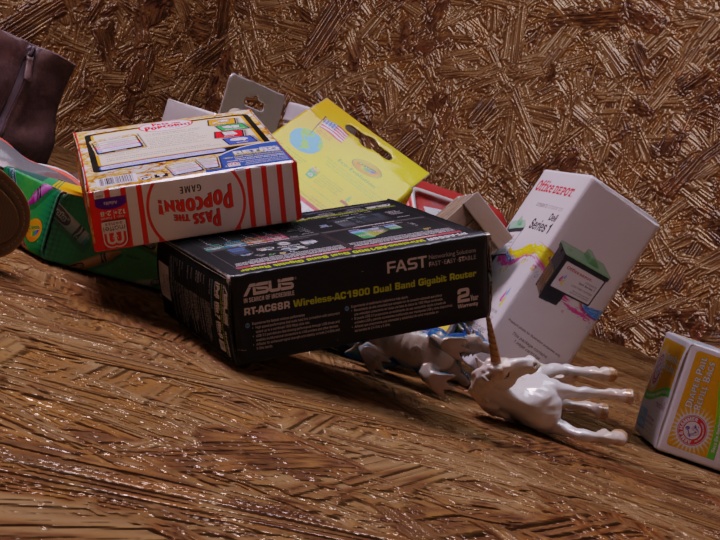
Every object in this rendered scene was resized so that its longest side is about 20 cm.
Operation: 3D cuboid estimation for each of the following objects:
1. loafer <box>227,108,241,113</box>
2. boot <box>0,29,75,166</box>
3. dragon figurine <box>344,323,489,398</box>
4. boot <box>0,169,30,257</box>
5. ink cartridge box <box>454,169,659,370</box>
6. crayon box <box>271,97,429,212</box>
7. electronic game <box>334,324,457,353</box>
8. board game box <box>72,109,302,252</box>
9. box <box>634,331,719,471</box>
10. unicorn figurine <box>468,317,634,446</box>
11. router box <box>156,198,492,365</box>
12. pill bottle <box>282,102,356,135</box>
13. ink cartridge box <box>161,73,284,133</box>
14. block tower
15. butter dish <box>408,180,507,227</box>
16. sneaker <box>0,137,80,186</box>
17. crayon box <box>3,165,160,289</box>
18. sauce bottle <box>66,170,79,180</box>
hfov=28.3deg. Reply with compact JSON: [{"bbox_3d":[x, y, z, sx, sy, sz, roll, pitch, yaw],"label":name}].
[{"bbox_3d":[-0.118,-0.054,1.333,0.067,0.202,0.076,-6,31,2],"label":"loafer"},{"bbox_3d":[-0.386,-0.156,1.372,0.198,0.169,0.072,17,3,-31],"label":"boot"},{"bbox_3d":[0.025,0.054,1.152,0.198,0.060,0.099,19,3,-16],"label":"dragon figurine"},{"bbox_3d":[-0.339,-0.066,0.981,0.198,0.075,0.154,20,-3,-37],"label":"boot"},{"bbox_3d":[0.167,0.012,1.308,0.083,0.201,0.145,34,0,-12],"label":"ink cartridge box"},{"bbox_3d":[-0.042,-0.060,1.228,0.126,0.051,0.200,38,45,12],"label":"crayon box"},{"bbox_3d":[0.000,0.000,1.260,0.198,0.042,0.202,20,42,-19],"label":"electronic game"},{"bbox_3d":[-0.137,-0.074,1.080,0.149,0.047,0.200,-9,19,-11],"label":"board game box"},{"bbox_3d":[0.368,0.139,1.319,0.197,0.103,0.113,19,3,-2],"label":"box"},{"bbox_3d":[0.145,0.097,1.135,0.135,0.075,0.200,9,-11,-3],"label":"unicorn figurine"},{"bbox_3d":[-0.027,0.003,1.004,0.197,0.063,0.149,-10,15,-24],"label":"router box"},{"bbox_3d":[-0.071,-0.077,1.580,0.107,0.203,0.109,18,3,-1],"label":"pill bottle"},{"bbox_3d":[-0.156,-0.099,1.443,0.067,0.203,0.115,19,3,27],"label":"ink cartridge box"},{"bbox_3d":[0.096,-0.035,1.354,0.054,0.058,0.200,49,-1,-2],"label":"block tower"},{"bbox_3d":[0.079,0.007,1.698,0.198,0.148,0.202,16,47,-27],"label":"butter dish"},{"bbox_3d":[-0.327,-0.080,1.307,0.198,0.078,0.082,16,10,-37],"label":"sneaker"},{"bbox_3d":[-0.204,-0.028,1.226,0.198,0.059,0.118,17,3,-39],"label":"crayon box"},{"bbox_3d":[-0.270,-0.066,1.493,0.198,0.066,0.065,15,4,-27],"label":"sauce bottle"}]
